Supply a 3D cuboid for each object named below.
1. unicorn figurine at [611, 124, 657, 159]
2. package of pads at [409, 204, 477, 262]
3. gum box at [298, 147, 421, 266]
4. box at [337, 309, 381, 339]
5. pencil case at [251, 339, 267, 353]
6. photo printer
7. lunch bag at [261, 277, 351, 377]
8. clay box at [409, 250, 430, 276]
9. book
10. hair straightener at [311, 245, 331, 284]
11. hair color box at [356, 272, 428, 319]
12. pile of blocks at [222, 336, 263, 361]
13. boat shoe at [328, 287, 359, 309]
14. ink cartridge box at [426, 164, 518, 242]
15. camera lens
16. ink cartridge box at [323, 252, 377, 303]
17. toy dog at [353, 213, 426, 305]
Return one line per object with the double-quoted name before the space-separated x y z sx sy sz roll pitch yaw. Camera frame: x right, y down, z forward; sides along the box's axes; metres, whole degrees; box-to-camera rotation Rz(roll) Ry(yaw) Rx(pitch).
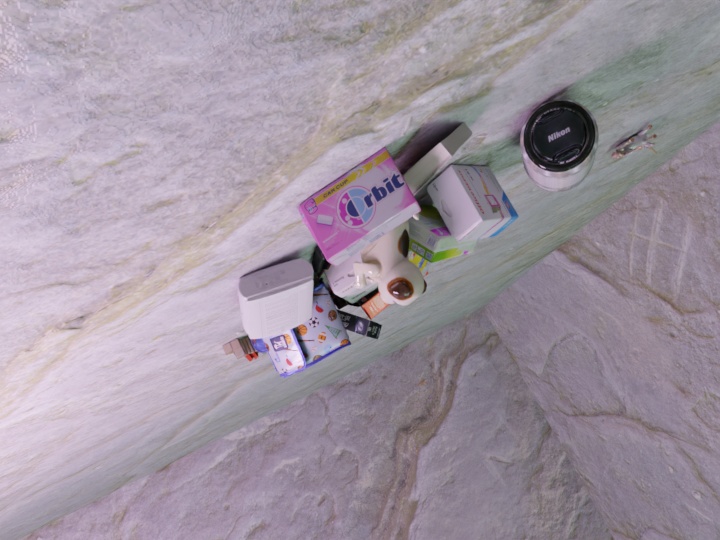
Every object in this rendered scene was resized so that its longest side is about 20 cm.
"unicorn figurine" 0.891 -0.408 2.004 0.194 0.076 0.137 -14 174 -5
"package of pads" 0.162 -0.090 1.427 0.198 0.153 0.070 -11 128 -53
"gum box" -0.005 -0.107 1.106 0.197 0.115 0.066 -32 165 7
"box" -0.051 0.133 1.697 0.160 0.195 0.045 34 73 -74
"pencil case" -0.208 0.171 1.697 0.198 0.078 0.088 -5 131 -59
"photo printer" -0.181 0.070 1.353 0.162 0.071 0.202 -19 151 -16
"lunch bag" -0.143 0.143 1.513 0.196 0.174 0.124 -25 -173 -2
"clay box" 0.121 -0.028 1.499 0.198 0.047 0.117 -17 137 -57
"book" 0.116 -0.187 1.180 0.200 0.048 0.134 -43 -177 39
"hair straightener" -0.114 -0.002 1.414 0.075 0.042 0.200 -22 168 -28
"hair color box" 0.073 0.028 1.662 0.198 0.102 0.062 -38 126 -4
"pile of blocks" -0.295 0.218 1.714 0.197 0.063 0.082 -12 158 -49
"boat shoe" -0.020 0.072 1.765 0.070 0.071 0.198 -39 165 30
"ink cartridge box" 0.255 -0.153 1.407 0.084 0.147 0.198 -39 163 35
"camera lens" 0.430 -0.265 1.355 0.158 0.163 0.199 -32 166 12
"ink cartridge box" 0.000 0.000 1.530 0.144 0.086 0.200 -31 166 4
"toy dog" 0.067 -0.025 1.314 0.190 0.205 0.139 -25 170 20
